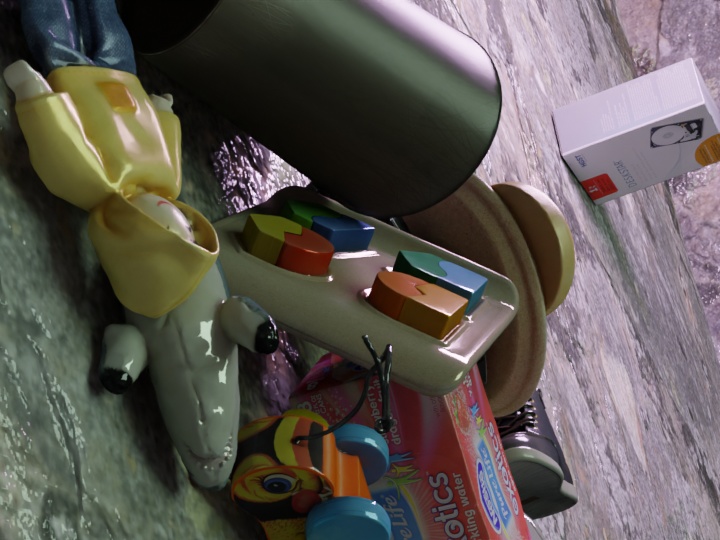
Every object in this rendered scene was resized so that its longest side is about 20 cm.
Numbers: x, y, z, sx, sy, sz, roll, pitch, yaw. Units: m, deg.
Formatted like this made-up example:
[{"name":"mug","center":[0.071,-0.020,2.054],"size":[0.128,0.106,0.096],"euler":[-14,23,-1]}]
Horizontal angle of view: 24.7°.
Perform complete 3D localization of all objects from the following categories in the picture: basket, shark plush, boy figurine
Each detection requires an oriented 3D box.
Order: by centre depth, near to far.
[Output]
[{"name":"boy figurine","center":[-0.129,-0.075,0.830],"size":[0.124,0.064,0.202],"euler":[15,51,-58]},{"name":"shark plush","center":[-0.107,0.017,0.881],"size":[0.201,0.090,0.084],"euler":[59,-12,36]},{"name":"basket","center":[-0.037,-0.137,1.019],"size":[0.199,0.180,0.137],"euler":[30,86,-40]}]

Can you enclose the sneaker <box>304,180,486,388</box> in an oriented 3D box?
[{"name":"sneaker","center":[0.032,0.008,1.189],"size":[0.201,0.075,0.088],"euler":[59,11,-7]}]

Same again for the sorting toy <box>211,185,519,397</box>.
[{"name":"sorting toy","center":[0.000,0.000,1.006],"size":[0.037,0.184,0.200],"euler":[-69,170,19]}]

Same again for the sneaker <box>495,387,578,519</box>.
[{"name":"sneaker","center":[0.123,0.141,1.365],"size":[0.200,0.074,0.107],"euler":[49,22,-68]}]

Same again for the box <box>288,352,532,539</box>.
[{"name":"box","center":[0.039,0.146,1.038],"size":[0.095,0.102,0.202],"euler":[-45,119,-70]}]

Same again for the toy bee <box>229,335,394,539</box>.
[{"name":"toy bee","center":[-0.035,0.113,0.908],"size":[0.131,0.107,0.202],"euler":[-89,178,-65]}]

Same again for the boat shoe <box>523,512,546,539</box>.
[{"name":"boat shoe","center":[0.072,0.165,1.169],"size":[0.074,0.062,0.201],"euler":[16,29,-44]}]

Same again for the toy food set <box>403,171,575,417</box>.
[{"name":"toy food set","center":[0.077,0.009,1.210],"size":[0.198,0.048,0.202],"euler":[37,-45,45]}]

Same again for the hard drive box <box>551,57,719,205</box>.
[{"name":"hard drive box","center":[0.377,-0.183,2.199],"size":[0.156,0.198,0.078],"euler":[41,34,-54]}]
